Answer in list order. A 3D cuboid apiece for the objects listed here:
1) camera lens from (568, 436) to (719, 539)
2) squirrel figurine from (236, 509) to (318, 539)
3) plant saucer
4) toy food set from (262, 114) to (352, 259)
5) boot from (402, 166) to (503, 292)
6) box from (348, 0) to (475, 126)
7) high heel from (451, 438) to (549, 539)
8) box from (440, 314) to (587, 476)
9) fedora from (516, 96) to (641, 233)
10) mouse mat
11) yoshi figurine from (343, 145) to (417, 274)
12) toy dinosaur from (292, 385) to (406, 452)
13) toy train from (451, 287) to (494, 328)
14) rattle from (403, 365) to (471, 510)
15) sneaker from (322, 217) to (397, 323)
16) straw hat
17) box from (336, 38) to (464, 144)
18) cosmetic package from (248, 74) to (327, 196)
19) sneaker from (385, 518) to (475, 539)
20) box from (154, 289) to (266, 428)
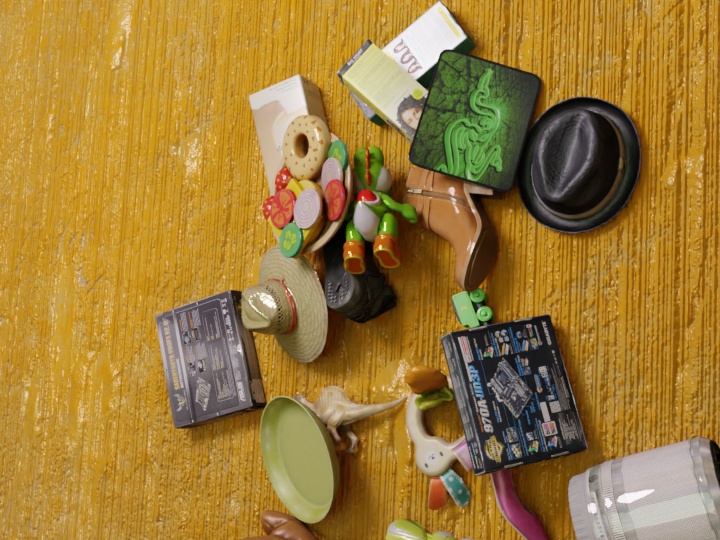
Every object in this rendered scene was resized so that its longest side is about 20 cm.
[{"bbox_3d":[0.387,0.310,1.271,0.200,0.160,0.160,-20,75,21],"label":"camera lens"},{"bbox_3d":[-0.120,0.453,1.476,0.200,0.187,0.142,8,86,26],"label":"squirrel figurine"},{"bbox_3d":[-0.090,0.287,1.528,0.200,0.031,0.200,20,116,49],"label":"plant saucer"},{"bbox_3d":[-0.081,-0.121,1.495,0.200,0.049,0.198,-57,45,22],"label":"toy food set"},{"bbox_3d":[0.129,-0.068,1.491,0.154,0.074,0.200,5,74,33],"label":"boot"},{"bbox_3d":[0.077,-0.323,1.560,0.200,0.049,0.082,-38,70,16],"label":"box"},{"bbox_3d":[0.225,0.298,1.402,0.096,0.067,0.200,-39,78,0],"label":"high heel"},{"bbox_3d":[0.213,0.171,1.384,0.159,0.046,0.200,-10,76,-17],"label":"box"},{"bbox_3d":[0.300,-0.157,1.409,0.200,0.092,0.201,-4,81,25],"label":"fedora"},{"bbox_3d":[0.170,-0.224,1.464,0.161,0.008,0.200,17,75,2],"label":"mouse mat"},{"bbox_3d":[0.020,-0.089,1.497,0.112,0.112,0.200,-40,42,50],"label":"yoshi figurine"},{"bbox_3d":[-0.033,0.230,1.536,0.200,0.058,0.101,-1,82,25],"label":"toy dinosaur"},{"bbox_3d":[0.185,0.118,1.453,0.056,0.042,0.200,-21,74,10],"label":"toy train"},{"bbox_3d":[0.111,0.247,1.426,0.130,0.143,0.200,12,82,8],"label":"rattle"},{"bbox_3d":[0.000,0.000,1.549,0.076,0.114,0.200,-24,46,25],"label":"sneaker"},{"bbox_3d":[-0.142,0.059,1.546,0.201,0.085,0.202,21,116,50],"label":"straw hat"},{"bbox_3d":[0.061,-0.256,1.503,0.200,0.050,0.075,41,89,9],"label":"box"},{"bbox_3d":[-0.105,-0.204,1.618,0.105,0.071,0.200,-20,76,22],"label":"cosmetic package"},{"bbox_3d":[0.124,0.438,1.436,0.200,0.076,0.105,17,103,33],"label":"sneaker"},{"bbox_3d":[-0.252,0.150,1.654,0.158,0.048,0.200,-19,75,23],"label":"box"}]
